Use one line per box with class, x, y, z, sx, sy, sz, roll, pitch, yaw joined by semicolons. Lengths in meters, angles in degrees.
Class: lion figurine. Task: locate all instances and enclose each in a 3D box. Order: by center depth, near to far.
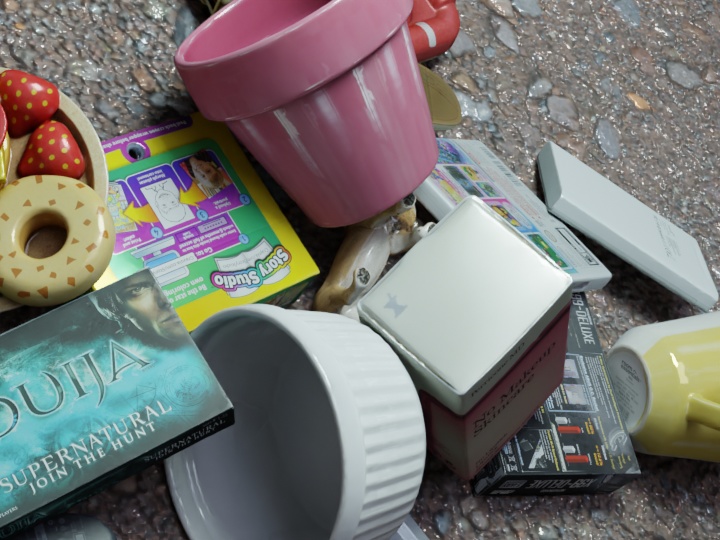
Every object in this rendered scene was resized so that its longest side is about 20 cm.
lion figurine;0.000;0.000;1.161;0.073;0.122;0.201;46;60;-17

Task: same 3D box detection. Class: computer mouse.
computer mouse;-0.256;0.199;0.896;0.198;0.034;0.059;-3;53;-27

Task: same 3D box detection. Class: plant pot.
plant pot;-0.027;-0.146;1.124;0.180;0.198;0.201;60;41;-24

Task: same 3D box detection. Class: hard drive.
hard drive;0.270;-0.046;1.381;0.199;0.026;0.132;31;26;-14

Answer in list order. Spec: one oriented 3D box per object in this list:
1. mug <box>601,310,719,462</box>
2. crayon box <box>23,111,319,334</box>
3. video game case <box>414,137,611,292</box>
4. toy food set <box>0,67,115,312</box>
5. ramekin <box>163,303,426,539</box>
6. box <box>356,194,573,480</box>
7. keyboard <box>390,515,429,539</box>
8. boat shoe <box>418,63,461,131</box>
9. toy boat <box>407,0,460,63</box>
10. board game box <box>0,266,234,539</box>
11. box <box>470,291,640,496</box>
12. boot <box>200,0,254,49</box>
mug;0.313;0.102;1.244;0.151;0.187;0.151;1;68;-24
crayon box;-0.157;-0.025;1.091;0.199;0.058;0.174;-24;77;-41
video game case;0.124;-0.053;1.257;0.200;0.024;0.181;49;27;23
toy food set;-0.282;-0.059;0.989;0.195;0.049;0.203;-9;74;-8
ramekin;-0.044;0.123;0.978;0.104;0.200;0.202;-3;62;-46
box;0.085;0.059;1.063;0.109;0.201;0.128;41;75;22
keyboard;-0.008;0.175;1.090;0.056;0.011;0.201;-35;83;-38
boat shoe;0.005;-0.161;1.284;0.198;0.064;0.072;8;58;-31
toy boat;0.028;-0.274;1.333;0.199;0.131;0.131;-26;76;-42
board game box;-0.204;0.092;0.934;0.198;0.028;0.136;-26;62;-19
box;0.153;0.099;1.220;0.156;0.050;0.202;4;58;-32
boot;-0.148;-0.273;1.253;0.154;0.073;0.201;30;46;-14
